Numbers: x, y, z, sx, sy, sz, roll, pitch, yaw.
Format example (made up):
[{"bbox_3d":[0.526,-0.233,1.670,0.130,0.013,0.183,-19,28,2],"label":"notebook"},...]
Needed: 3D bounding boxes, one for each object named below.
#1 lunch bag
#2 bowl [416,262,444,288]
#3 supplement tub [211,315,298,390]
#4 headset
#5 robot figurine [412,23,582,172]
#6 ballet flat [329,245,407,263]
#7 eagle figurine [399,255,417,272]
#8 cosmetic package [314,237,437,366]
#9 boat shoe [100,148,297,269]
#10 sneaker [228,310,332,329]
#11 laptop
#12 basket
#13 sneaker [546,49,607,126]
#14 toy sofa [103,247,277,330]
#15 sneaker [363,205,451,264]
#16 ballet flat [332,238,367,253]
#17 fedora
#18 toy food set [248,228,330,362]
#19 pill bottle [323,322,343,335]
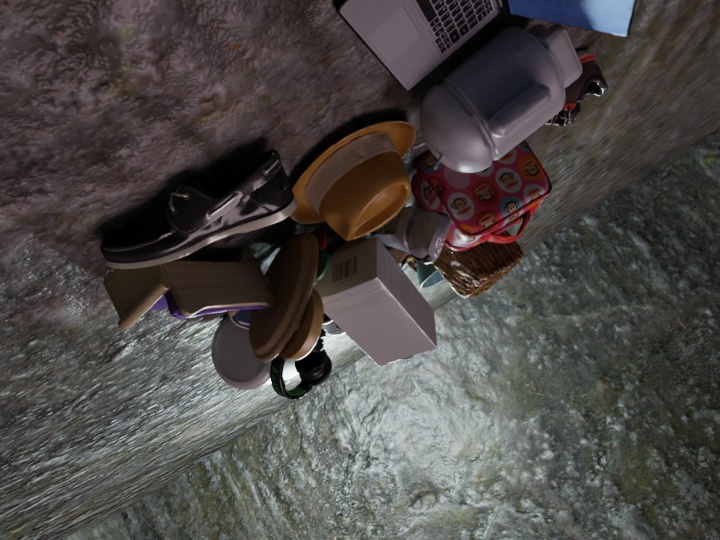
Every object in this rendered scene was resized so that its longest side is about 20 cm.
[{"bbox_3d":[0.196,-0.123,0.814,0.198,0.177,0.082,-26,165,-19],"label":"lunch bag"},{"bbox_3d":[0.193,-0.057,1.180,0.199,0.106,0.201,-30,167,-7],"label":"bowl"},{"bbox_3d":[-0.176,0.146,1.004,0.140,0.141,0.200,-35,165,14],"label":"supplement tub"},{"bbox_3d":[-0.078,0.146,0.935,0.200,0.093,0.125,-43,135,-46],"label":"headset"},{"bbox_3d":[0.150,-0.193,0.600,0.199,0.113,0.170,-38,-158,6],"label":"robot figurine"},{"bbox_3d":[0.000,0.000,0.863,0.197,0.066,0.071,-11,167,-19],"label":"ballet flat"},{"bbox_3d":[0.050,0.025,0.983,0.150,0.202,0.152,3,141,26],"label":"eagle figurine"},{"bbox_3d":[0.028,0.055,0.798,0.112,0.082,0.200,-20,135,22],"label":"cosmetic package"},{"bbox_3d":[-0.164,-0.062,0.521,0.198,0.072,0.068,-23,128,-10],"label":"boat shoe"},{"bbox_3d":[-0.117,0.060,0.871,0.197,0.076,0.084,-5,-175,-29],"label":"sneaker"},{"bbox_3d":[0.116,-0.216,0.454,0.199,0.117,0.187,-36,165,18],"label":"laptop"},{"bbox_3d":[0.178,-0.047,0.983,0.142,0.201,0.149,-26,166,-23],"label":"basket"},{"bbox_3d":[0.281,-0.247,0.772,0.198,0.082,0.077,-32,166,-2],"label":"sneaker"},{"bbox_3d":[-0.200,0.030,0.649,0.082,0.098,0.199,-37,166,20],"label":"toy sofa"},{"bbox_3d":[0.051,-0.064,0.764,0.200,0.113,0.076,-154,-98,-77],"label":"sneaker"},{"bbox_3d":[-0.037,-0.009,0.934,0.199,0.070,0.069,-34,166,7],"label":"ballet flat"},{"bbox_3d":[0.002,-0.100,0.668,0.199,0.082,0.201,-29,166,-8],"label":"fedora"},{"bbox_3d":[-0.101,0.035,0.749,0.048,0.201,0.199,23,154,-24],"label":"toy food set"},{"bbox_3d":[-0.009,0.074,1.169,0.114,0.115,0.199,-39,164,27],"label":"pill bottle"}]
